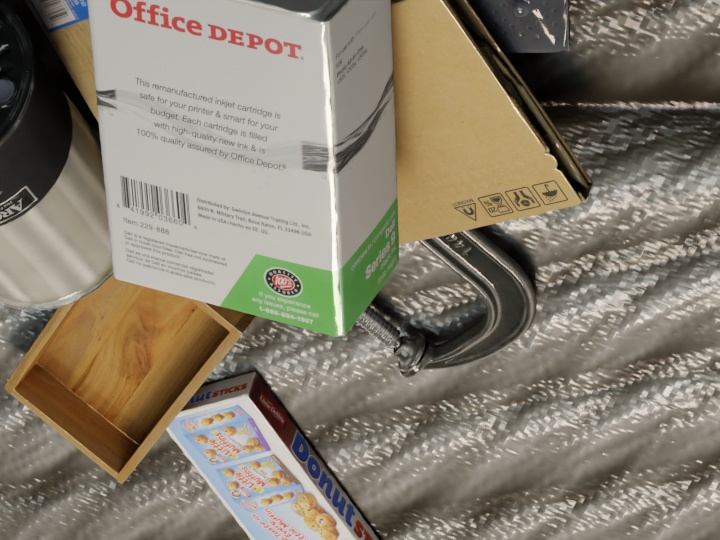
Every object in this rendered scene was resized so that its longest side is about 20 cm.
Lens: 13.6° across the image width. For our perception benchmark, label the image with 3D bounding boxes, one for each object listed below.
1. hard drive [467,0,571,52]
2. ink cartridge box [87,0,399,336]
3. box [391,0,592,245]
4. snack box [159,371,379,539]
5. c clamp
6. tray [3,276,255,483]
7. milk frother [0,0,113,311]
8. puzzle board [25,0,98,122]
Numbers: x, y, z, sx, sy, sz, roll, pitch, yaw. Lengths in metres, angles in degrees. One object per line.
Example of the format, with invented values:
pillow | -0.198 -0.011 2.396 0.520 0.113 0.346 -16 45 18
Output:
hard drive | 0.016 -0.184 1.618 0.199 0.042 0.135 6 134 13
ink cartridge box | -0.059 -0.081 1.601 0.145 0.084 0.201 15 129 22
box | 0.007 -0.080 1.682 0.199 0.021 0.164 -12 129 36
snack box | -0.049 0.150 1.960 0.072 0.024 0.200 -15 126 30
c clamp | 0.000 0.000 1.809 0.200 0.027 0.171 35 130 -13
tray | -0.141 0.046 1.856 0.098 0.037 0.200 38 141 -1
milk frother | -0.235 -0.102 1.721 0.179 0.201 0.188 -3 156 13
puzzle board | -0.110 -0.140 1.658 0.150 0.017 0.201 -16 112 38
